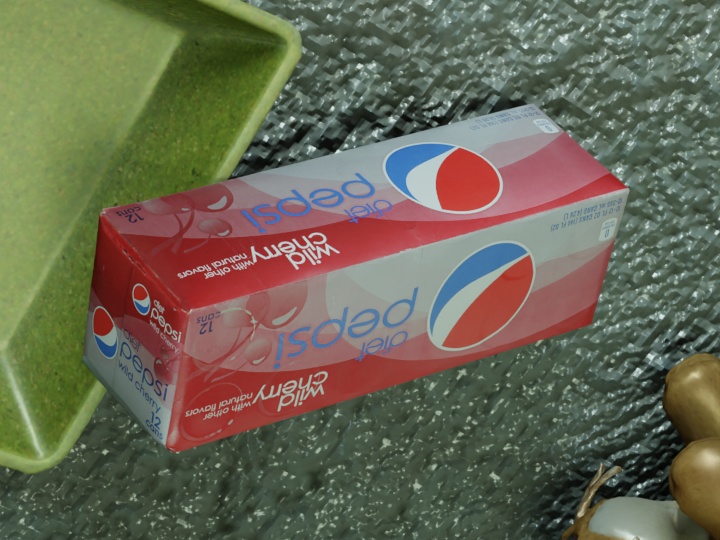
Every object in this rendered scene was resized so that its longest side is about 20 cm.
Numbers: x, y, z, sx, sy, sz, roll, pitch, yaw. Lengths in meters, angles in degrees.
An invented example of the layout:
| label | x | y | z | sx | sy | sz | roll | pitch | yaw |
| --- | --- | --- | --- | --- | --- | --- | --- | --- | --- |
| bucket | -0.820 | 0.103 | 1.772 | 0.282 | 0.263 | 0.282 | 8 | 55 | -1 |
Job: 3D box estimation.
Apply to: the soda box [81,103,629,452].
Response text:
| label | x | y | z | sx | sy | sz | roll | pitch | yaw |
| --- | --- | --- | --- | --- | --- | --- | --- | --- | --- |
| soda box | 0.000 | 0.000 | 0.934 | 0.199 | 0.063 | 0.070 | -16 | 135 | -33 |

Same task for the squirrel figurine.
| label | x | y | z | sx | sy | sz | roll | pitch | yaw |
| --- | --- | --- | --- | --- | --- | --- | --- | --- | --- |
| squirrel figurine | 0.186 | 0.125 | 1.080 | 0.187 | 0.142 | 0.200 | -41 | 124 | 14 |

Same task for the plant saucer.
| label | x | y | z | sx | sy | sz | roll | pitch | yaw |
| --- | --- | --- | --- | --- | --- | --- | --- | --- | --- |
| plant saucer | -0.152 | -0.044 | 0.893 | 0.199 | 0.048 | 0.200 | 21 | 110 | -30 |
